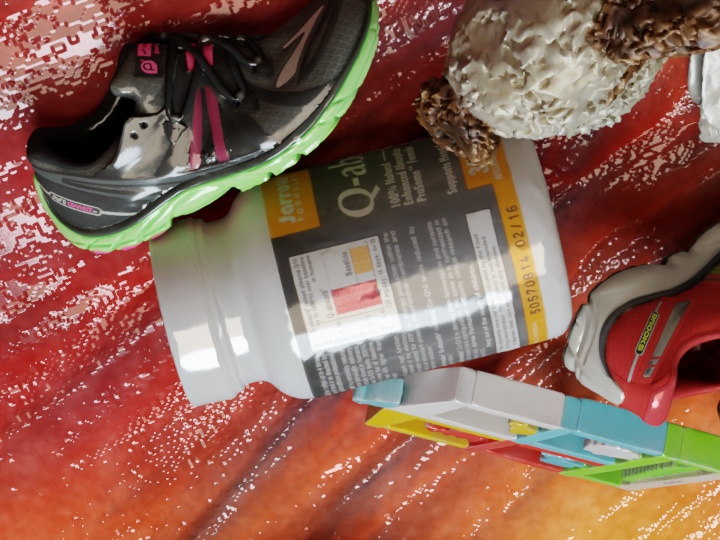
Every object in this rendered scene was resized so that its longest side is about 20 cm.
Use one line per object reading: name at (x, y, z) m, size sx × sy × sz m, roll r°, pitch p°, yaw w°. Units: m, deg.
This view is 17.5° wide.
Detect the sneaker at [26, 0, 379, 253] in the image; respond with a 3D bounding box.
sneaker at (-0.078, -0.083, 1.147) m, size 0.200 × 0.077 × 0.084 m, roll -32°, pitch 121°, yaw 9°

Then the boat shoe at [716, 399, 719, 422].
boat shoe at (0.284, 0.043, 1.287) m, size 0.200 × 0.072 × 0.068 m, roll -40°, pitch 122°, yaw 21°

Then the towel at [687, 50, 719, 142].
towel at (0.235, -0.154, 1.171) m, size 0.132 × 0.034 × 0.200 m, roll -3°, pitch 125°, yaw -9°

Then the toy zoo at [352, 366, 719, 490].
toy zoo at (0.089, 0.084, 1.264) m, size 0.200 × 0.131 × 0.020 m, roll 15°, pitch 76°, yaw -17°

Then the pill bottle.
pill bottle at (0.000, 0.000, 1.188) m, size 0.200 × 0.116 × 0.117 m, roll -14°, pitch 125°, yaw 0°

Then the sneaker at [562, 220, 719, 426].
sneaker at (0.193, 0.030, 1.219) m, size 0.200 × 0.085 × 0.077 m, roll -25°, pitch 145°, yaw -35°

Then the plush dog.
plush dog at (0.102, -0.130, 1.072) m, size 0.160 × 0.172 × 0.200 m, roll 44°, pitch 132°, yaw -16°
